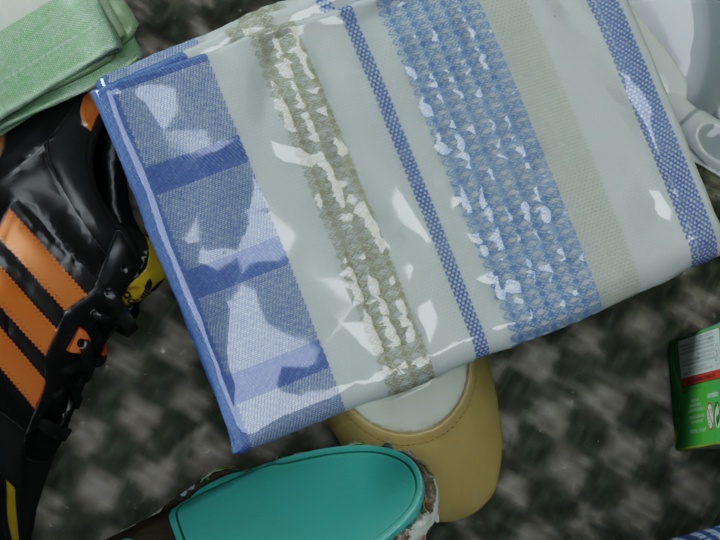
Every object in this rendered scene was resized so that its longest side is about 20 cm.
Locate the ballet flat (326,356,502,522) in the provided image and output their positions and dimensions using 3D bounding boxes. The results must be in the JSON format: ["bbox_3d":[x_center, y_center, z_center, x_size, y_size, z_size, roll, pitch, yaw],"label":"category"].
[{"bbox_3d":[0.000,0.000,0.810,0.068,0.063,0.201,-21,86,2],"label":"ballet flat"}]

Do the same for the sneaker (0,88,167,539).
[{"bbox_3d":[-0.112,0.016,0.795,0.089,0.070,0.202,1,83,6],"label":"sneaker"}]

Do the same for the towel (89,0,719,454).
[{"bbox_3d":[0.019,-0.037,0.774,0.199,0.024,0.148,-22,84,-12],"label":"towel"}]

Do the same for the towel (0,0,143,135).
[{"bbox_3d":[-0.186,-0.120,0.801,0.152,0.023,0.201,-30,69,-4],"label":"towel"}]

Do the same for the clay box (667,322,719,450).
[{"bbox_3d":[0.221,0.038,0.793,0.198,0.115,0.048,-4,84,-4],"label":"clay box"}]

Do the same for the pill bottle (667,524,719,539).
[{"bbox_3d":[0.135,0.134,0.699,0.199,0.111,0.112,-15,86,-9],"label":"pill bottle"}]

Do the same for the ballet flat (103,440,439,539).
[{"bbox_3d":[-0.062,0.122,0.798,0.199,0.064,0.076,-21,50,-1],"label":"ballet flat"}]

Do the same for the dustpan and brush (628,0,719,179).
[{"bbox_3d":[0.111,-0.069,0.824,0.139,0.057,0.200,-41,88,-6],"label":"dustpan and brush"}]
